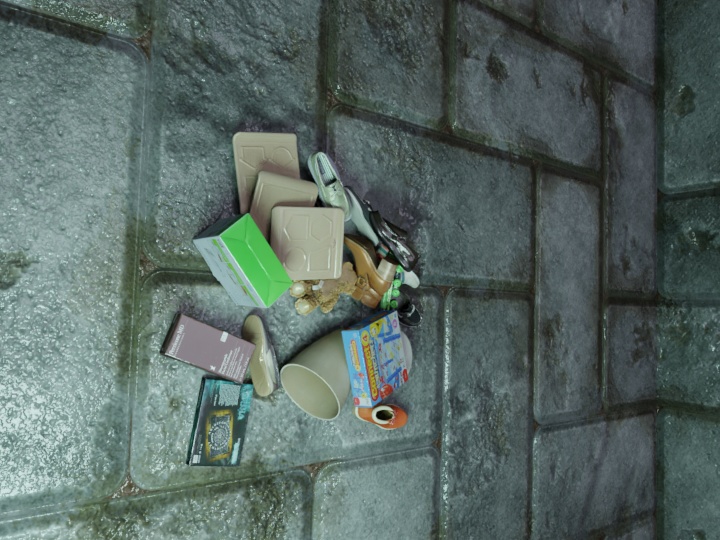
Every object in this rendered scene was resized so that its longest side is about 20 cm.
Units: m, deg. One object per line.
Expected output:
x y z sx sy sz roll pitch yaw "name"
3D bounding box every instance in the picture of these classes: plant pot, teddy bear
-0.082 0.255 1.491 0.200 0.185 0.189 -48 116 -42 "plant pot"
-0.105 0.044 1.543 0.200 0.066 0.146 -42 103 -23 "teddy bear"

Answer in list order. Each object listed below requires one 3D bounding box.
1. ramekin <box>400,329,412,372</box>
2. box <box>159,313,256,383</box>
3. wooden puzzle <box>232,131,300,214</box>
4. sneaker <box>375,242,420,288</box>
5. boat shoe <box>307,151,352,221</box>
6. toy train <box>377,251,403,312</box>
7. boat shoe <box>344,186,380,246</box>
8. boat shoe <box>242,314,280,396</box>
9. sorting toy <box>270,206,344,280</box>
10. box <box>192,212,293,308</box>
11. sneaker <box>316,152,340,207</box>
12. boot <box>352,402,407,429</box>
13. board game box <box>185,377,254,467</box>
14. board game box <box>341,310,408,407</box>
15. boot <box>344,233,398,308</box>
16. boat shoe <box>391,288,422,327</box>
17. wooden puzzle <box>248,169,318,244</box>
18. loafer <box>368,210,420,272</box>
0.059 0.250 1.629 0.197 0.097 0.205 1 88 -37 "ramekin"
-0.355 0.184 1.320 0.197 0.075 0.102 26 72 -24 "box"
-0.242 -0.250 1.454 0.182 0.046 0.205 -8 98 -37 "wooden puzzle"
0.098 0.006 1.699 0.094 0.070 0.200 -46 127 1 "sneaker"
-0.081 -0.219 1.489 0.071 0.062 0.202 -31 102 -10 "boat shoe"
0.088 0.041 1.622 0.055 0.042 0.205 9 96 1 "toy train"
0.009 -0.165 1.612 0.060 0.073 0.202 -45 116 -24 "boat shoe"
-0.247 0.212 1.422 0.064 0.071 0.204 -3 77 -60 "boat shoe"
-0.140 -0.071 1.462 0.196 0.036 0.190 -1 100 -26 "sorting toy"
-0.282 -0.019 1.331 0.097 0.175 0.202 -42 112 -28 "box"
-0.094 -0.219 1.545 0.070 0.072 0.204 -22 102 -37 "sneaker"
0.081 0.427 1.637 0.198 0.106 0.077 21 74 -36 "boot"
-0.339 0.370 1.367 0.133 0.028 0.205 16 78 -36 "board game box"
0.043 0.228 1.486 0.195 0.055 0.205 -21 102 -54 "board game box"
0.000 0.000 1.600 0.073 0.199 0.157 -16 138 -57 "boot"
0.129 0.108 1.711 0.200 0.060 0.075 45 64 -27 "boat shoe"
-0.208 -0.143 1.450 0.182 0.037 0.204 7 102 -41 "wooden puzzle"
0.096 -0.092 1.565 0.071 0.073 0.201 -38 97 -3 "loafer"
